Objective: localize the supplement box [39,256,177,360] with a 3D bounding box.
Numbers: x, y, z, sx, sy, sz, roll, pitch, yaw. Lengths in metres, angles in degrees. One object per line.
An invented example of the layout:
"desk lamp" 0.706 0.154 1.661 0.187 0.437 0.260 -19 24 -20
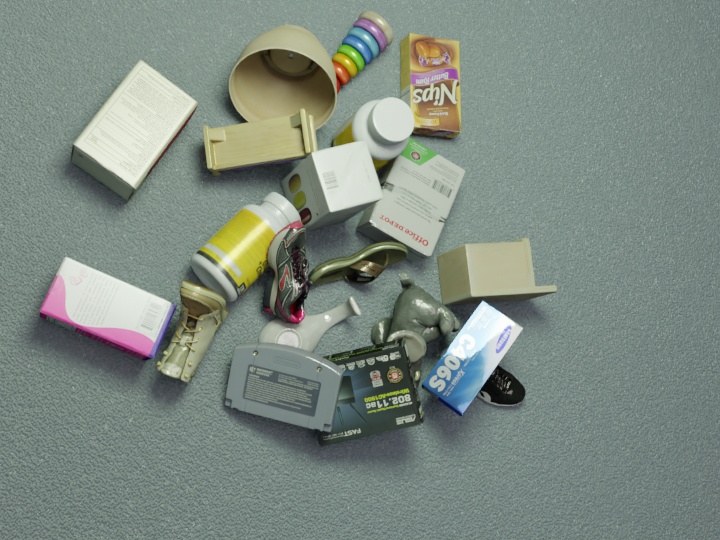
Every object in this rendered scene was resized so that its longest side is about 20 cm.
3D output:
"supplement box" -0.430 0.068 1.490 0.199 0.103 0.102 26 74 -16

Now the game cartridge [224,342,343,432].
"game cartridge" -0.134 0.200 1.556 0.199 0.042 0.134 14 98 6

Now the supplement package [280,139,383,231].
"supplement package" -0.057 -0.148 1.615 0.109 0.200 0.114 -16 86 -23

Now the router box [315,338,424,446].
"router box" 0.003 0.221 1.593 0.199 0.062 0.151 -14 98 8

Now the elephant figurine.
"elephant figurine" 0.086 0.140 1.670 0.155 0.142 0.200 39 85 19

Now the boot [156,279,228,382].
"boot" -0.292 0.108 1.490 0.072 0.200 0.155 25 74 8

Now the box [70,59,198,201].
"box" -0.399 -0.244 1.549 0.128 0.109 0.200 36 71 -12

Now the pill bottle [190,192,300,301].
"pill bottle" -0.203 -0.047 1.590 0.112 0.112 0.200 47 69 -8

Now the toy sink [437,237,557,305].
"toy sink" 0.273 0.002 1.755 0.199 0.130 0.113 -3 82 -20

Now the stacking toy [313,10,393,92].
"stacking toy" -0.024 -0.419 1.741 0.085 0.085 0.200 42 74 -10

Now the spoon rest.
"spoon rest" -0.096 0.114 1.643 0.199 0.061 0.100 -27 90 -9

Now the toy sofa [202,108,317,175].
"toy sofa" -0.179 -0.229 1.601 0.199 0.098 0.083 -9 84 6

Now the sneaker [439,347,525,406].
"sneaker" 0.258 0.212 1.724 0.199 0.112 0.073 28 73 -14

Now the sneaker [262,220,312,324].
"sneaker" -0.119 0.002 1.573 0.075 0.201 0.080 31 39 31

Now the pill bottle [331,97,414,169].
"pill bottle" 0.025 -0.253 1.655 0.111 0.200 0.113 3 80 -20

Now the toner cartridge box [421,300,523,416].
"toner cartridge box" 0.210 0.164 1.651 0.095 0.043 0.200 35 79 11

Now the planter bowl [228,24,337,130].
"planter bowl" -0.136 -0.372 1.641 0.199 0.200 0.135 20 49 -17

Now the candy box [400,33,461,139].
"candy box" 0.144 -0.378 1.809 0.116 0.056 0.201 3 82 -21

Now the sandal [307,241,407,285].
"sandal" -0.001 0.001 1.676 0.200 0.080 0.058 -19 65 -14

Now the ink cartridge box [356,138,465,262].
"ink cartridge box" 0.099 -0.138 1.735 0.146 0.084 0.201 29 72 -14
